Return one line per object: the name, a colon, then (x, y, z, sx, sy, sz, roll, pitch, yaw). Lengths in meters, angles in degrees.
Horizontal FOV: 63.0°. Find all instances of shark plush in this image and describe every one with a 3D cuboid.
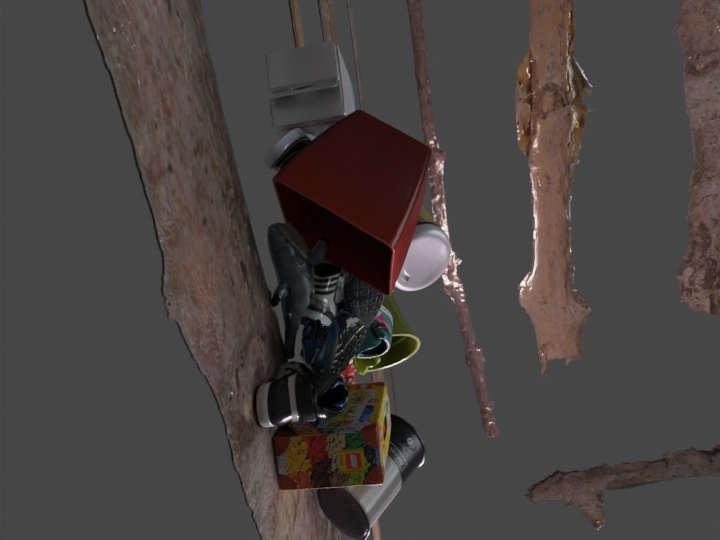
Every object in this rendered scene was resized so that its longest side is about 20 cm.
shark plush: (-0.115, 0.027, 0.874, 0.083, 0.089, 0.205, -27, 133, -62)

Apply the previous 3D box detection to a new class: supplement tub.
supplement tub: (0.081, -0.072, 1.197, 0.201, 0.142, 0.148, -124, -164, -47)

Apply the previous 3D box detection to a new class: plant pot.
plant pot: (0.006, -0.114, 0.892, 0.179, 0.197, 0.201, -57, 168, -18)
plant pot: (0.037, 0.129, 1.516, 0.201, 0.195, 0.194, 72, 2, -59)

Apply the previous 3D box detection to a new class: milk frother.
milk frother: (-0.012, 0.367, 1.075, 0.187, 0.180, 0.202, -34, 158, -43)

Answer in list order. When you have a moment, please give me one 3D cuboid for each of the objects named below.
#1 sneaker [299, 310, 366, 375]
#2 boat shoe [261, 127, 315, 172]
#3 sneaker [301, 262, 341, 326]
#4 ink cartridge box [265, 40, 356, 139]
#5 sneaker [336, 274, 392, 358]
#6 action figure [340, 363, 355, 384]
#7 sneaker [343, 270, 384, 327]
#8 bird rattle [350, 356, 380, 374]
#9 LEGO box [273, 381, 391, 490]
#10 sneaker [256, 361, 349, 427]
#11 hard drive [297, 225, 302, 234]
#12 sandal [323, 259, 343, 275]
sneaker: (-0.056, 0.113, 0.885, 0.078, 0.090, 0.201, -41, 169, -33)
boat shoe: (-0.092, -0.171, 0.924, 0.068, 0.071, 0.200, 49, 13, 0)
sneaker: (-0.052, 0.054, 1.030, 0.201, 0.074, 0.119, 68, 37, -74)
ink cartridge box: (-0.079, -0.291, 1.010, 0.200, 0.125, 0.129, 41, 41, -80)
sneaker: (-0.006, 0.102, 1.131, 0.199, 0.083, 0.123, 37, 31, -31)
action figure: (-0.027, 0.176, 1.371, 0.065, 0.051, 0.205, 42, 41, -48)
sneaker: (0.000, 0.000, 1.023, 0.087, 0.072, 0.206, 111, -23, -74)
bird rattle: (-0.035, 0.115, 1.203, 0.162, 0.110, 0.206, 1, 80, -67)
LEGO box: (-0.033, 0.240, 0.878, 0.200, 0.144, 0.080, -53, 137, -80)
sneaker: (-0.065, 0.170, 0.815, 0.200, 0.108, 0.076, -23, 108, -83)
hard drive: (-0.104, -0.074, 1.046, 0.132, 0.026, 0.207, -10, 94, -83)
sandal: (-0.078, -0.079, 1.147, 0.057, 0.078, 0.207, -20, 103, -57)
